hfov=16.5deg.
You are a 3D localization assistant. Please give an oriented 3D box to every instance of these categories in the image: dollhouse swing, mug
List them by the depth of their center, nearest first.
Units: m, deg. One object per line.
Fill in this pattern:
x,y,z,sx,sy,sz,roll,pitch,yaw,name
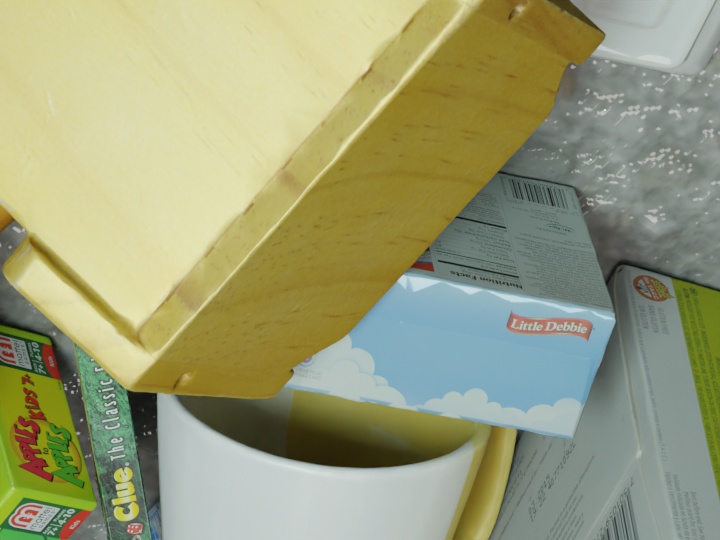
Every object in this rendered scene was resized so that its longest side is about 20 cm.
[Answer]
-0.055,-0.084,0.935,0.200,0.176,0.182,-48,161,12,dollhouse swing
-0.009,0.122,1.128,0.186,0.150,0.154,4,113,-13,mug

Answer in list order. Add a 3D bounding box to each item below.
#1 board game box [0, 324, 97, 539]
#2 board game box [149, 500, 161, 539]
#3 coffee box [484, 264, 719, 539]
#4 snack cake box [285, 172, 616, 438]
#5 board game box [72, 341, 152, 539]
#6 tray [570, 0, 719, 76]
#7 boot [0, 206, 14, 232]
-0.205,0.127,1.164,0.047,0.102,0.200,16,128,-37,board game box
-0.044,0.214,1.216,0.199,0.200,0.062,34,121,-10,board game box
0.179,0.155,1.151,0.197,0.200,0.200,15,126,-15,coffee box
0.000,0.000,1.069,0.199,0.115,0.067,11,119,-11,snack cake box
-0.115,0.045,1.098,0.023,0.105,0.201,-11,123,-9,board game box
0.122,-0.146,0.995,0.107,0.022,0.200,10,141,-10,tray
-0.184,0.037,1.065,0.201,0.071,0.145,-18,93,36,boot
